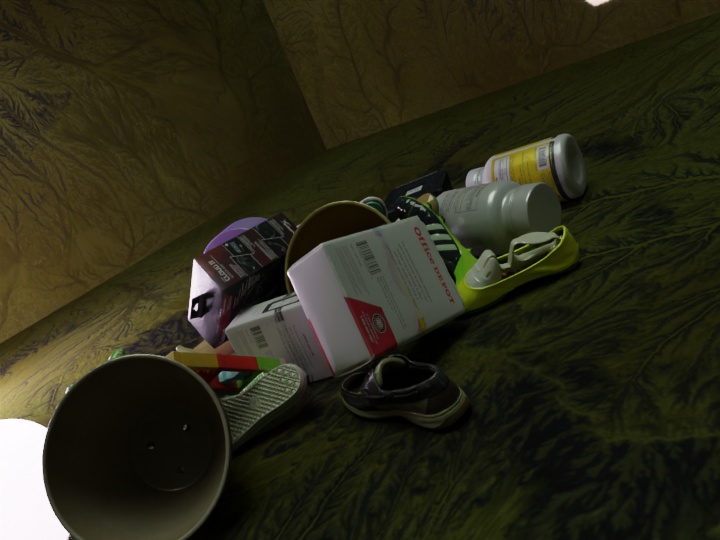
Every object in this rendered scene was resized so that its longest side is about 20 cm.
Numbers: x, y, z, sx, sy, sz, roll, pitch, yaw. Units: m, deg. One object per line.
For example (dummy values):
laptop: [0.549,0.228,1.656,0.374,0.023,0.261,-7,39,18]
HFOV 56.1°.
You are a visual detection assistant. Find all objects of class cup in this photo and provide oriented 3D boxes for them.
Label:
cup: [-0.231,0.203,0.764,0.197,0.203,0.143,-26,-10,-4]

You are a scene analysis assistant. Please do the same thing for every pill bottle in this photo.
pill bottle: [0.296,-0.166,1.223,0.197,0.114,0.112,-12,20,38]
pill bottle: [0.214,-0.083,1.080,0.114,0.116,0.198,-35,19,-34]

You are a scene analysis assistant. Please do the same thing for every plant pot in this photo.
plant pot: [0.000,0.000,1.057,0.197,0.204,0.142,-18,-7,20]

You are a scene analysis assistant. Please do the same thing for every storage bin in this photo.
storage bin: [0.124,-0.121,1.381,0.133,0.095,0.201,-20,18,19]

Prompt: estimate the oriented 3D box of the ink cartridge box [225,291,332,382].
ink cartridge box: [-0.078,0.093,0.963,0.197,0.118,0.068,-18,18,22]

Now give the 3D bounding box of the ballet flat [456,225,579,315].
ballet flat: [0.203,-0.007,0.928,0.197,0.068,0.067,-23,35,6]

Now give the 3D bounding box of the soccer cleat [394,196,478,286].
soccer cleat: [0.105,-0.037,1.023,0.080,0.068,0.200,-35,62,-13]

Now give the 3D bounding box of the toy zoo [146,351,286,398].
toy zoo: [-0.208,0.148,0.869,0.198,0.021,0.131,11,-42,-43]

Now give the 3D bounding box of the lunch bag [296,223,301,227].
lunch bag: [-0.077,-0.047,1.396,0.167,0.129,0.200,-27,6,-16]

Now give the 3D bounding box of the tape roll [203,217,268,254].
tape roll: [-0.193,0.008,1.247,0.197,0.203,0.066,-18,17,23]

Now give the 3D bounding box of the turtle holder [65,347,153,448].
turtle holder: [-0.347,0.211,0.962,0.184,0.144,0.130,-25,30,-37]

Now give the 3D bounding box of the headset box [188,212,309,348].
headset box: [-0.185,0.019,1.071,0.199,0.077,0.150,-33,-25,-37]

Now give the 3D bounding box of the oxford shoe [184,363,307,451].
oxford shoe: [-0.148,0.191,0.881,0.198,0.076,0.058,-32,-30,6]

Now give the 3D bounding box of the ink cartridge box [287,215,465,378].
ink cartridge box: [0.024,0.028,0.856,0.085,0.150,0.198,-33,-10,41]

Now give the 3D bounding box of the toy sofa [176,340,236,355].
toy sofa: [-0.209,0.128,1.146,0.082,0.099,0.200,17,37,30]

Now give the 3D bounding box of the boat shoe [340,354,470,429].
boat shoe: [0.040,0.127,0.767,0.073,0.066,0.198,-38,19,-35]

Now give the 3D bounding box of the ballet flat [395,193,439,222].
ballet flat: [0.073,-0.049,1.140,0.062,0.069,0.201,-11,-32,-27]

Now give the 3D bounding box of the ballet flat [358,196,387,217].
ballet flat: [0.004,-0.048,1.168,0.068,0.203,0.070,8,34,-5]
